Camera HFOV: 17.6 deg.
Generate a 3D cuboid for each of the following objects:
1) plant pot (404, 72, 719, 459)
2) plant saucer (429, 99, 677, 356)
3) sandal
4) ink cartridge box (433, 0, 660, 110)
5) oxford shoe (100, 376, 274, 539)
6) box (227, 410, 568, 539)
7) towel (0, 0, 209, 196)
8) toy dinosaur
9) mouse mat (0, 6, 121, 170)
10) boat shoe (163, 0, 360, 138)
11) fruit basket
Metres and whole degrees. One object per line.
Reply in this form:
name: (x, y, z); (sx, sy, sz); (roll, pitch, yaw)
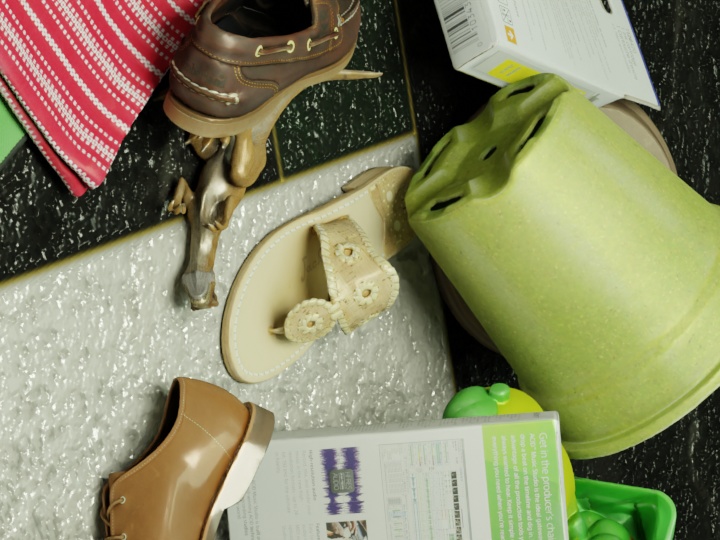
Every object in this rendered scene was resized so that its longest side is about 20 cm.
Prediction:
plant pot: (0.132, -0.015, 1.459); (0.184, 0.200, 0.200); (45, 52, -20)
plant saucer: (0.139, -0.033, 1.582); (0.200, 0.029, 0.200); (-4, 99, -26)
sandal: (-0.002, -0.005, 1.428); (0.212, 0.070, 0.078); (-45, 124, -45)
ink cartridge box: (0.105, -0.202, 1.544); (0.200, 0.047, 0.198); (18, 49, -53)
oxford shoe: (-0.119, 0.151, 1.286); (0.071, 0.071, 0.200); (31, 63, -17)
box: (0.023, 0.161, 1.362); (0.036, 0.200, 0.144); (-48, 134, -81)
towel: (-0.139, -0.159, 1.273); (0.145, 0.022, 0.200); (58, 46, -35)
toy dinosaur: (-0.071, -0.073, 1.358); (0.200, 0.060, 0.106); (-61, 148, -20)
mouse mat: (-0.192, -0.157, 1.222); (0.200, 0.008, 0.161); (-58, 133, -38)
boat shoe: (-0.046, -0.142, 1.337); (0.200, 0.070, 0.070); (-51, 162, -58)
fruit basket: (0.087, 0.170, 1.435); (0.216, 0.215, 0.156); (42, 57, -45)
